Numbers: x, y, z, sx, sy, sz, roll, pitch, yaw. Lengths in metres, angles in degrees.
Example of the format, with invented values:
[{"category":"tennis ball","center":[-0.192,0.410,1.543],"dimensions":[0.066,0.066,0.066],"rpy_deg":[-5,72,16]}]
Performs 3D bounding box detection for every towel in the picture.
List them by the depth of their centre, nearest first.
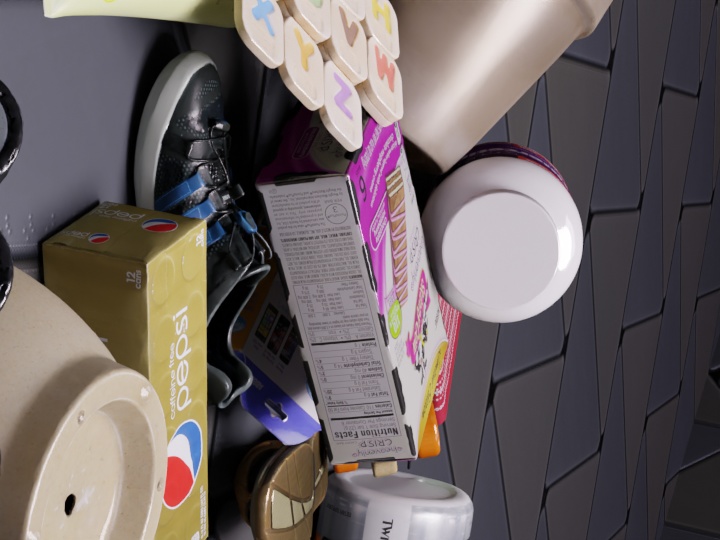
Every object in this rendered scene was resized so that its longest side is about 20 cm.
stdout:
[{"category":"towel","center":[0.064,0.013,1.385],"dimensions":[0.201,0.022,0.145],"rpy_deg":[84,13,-45]}]

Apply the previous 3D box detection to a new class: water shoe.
[{"category":"water shoe","center":[-0.084,-0.022,0.957],"dimensions":[0.071,0.078,0.201],"rpy_deg":[-22,120,-68]}]

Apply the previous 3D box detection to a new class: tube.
[{"category":"tube","center":[-0.110,-0.158,0.862],"dimensions":[0.052,0.058,0.200],"rpy_deg":[-49,164,17]}]

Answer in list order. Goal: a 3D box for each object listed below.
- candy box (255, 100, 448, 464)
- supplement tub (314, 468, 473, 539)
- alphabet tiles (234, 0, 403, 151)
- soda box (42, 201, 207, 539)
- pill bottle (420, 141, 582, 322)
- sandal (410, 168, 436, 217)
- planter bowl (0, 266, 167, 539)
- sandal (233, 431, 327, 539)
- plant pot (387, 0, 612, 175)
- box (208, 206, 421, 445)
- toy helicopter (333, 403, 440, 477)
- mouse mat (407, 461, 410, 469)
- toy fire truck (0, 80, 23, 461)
[{"category":"candy box","center":[0.000,0.000,1.042],"dimensions":[0.137,0.061,0.201],"rpy_deg":[-70,151,-57]},{"category":"supplement tub","center":[0.016,0.265,1.325],"dimensions":[0.122,0.122,0.201],"rpy_deg":[-2,101,-70]},{"category":"alphabet tiles","center":[-0.032,-0.173,0.964],"dimensions":[0.200,0.015,0.197],"rpy_deg":[43,33,-42]},{"category":"soda box","center":[-0.125,0.069,0.912],"dimensions":[0.068,0.064,0.201],"rpy_deg":[-44,140,-58]},{"category":"pill bottle","center":[0.098,-0.028,1.179],"dimensions":[0.200,0.112,0.113],"rpy_deg":[-68,165,-81]},{"category":"sandal","center":[-0.011,-0.029,1.224],"dimensions":[0.200,0.048,0.076],"rpy_deg":[-44,138,-38]},{"category":"planter bowl","center":[-0.164,0.086,0.705],"dimensions":[0.200,0.134,0.202],"rpy_deg":[10,90,-71]},{"category":"sandal","center":[-0.058,0.146,1.168],"dimensions":[0.200,0.054,0.081],"rpy_deg":[-59,150,-78]},{"category":"plant pot","center":[0.048,-0.168,1.135],"dimensions":[0.174,0.199,0.200],"rpy_deg":[-59,158,-5]},{"category":"box","center":[-0.034,0.012,1.121],"dimensions":[0.119,0.041,0.201],"rpy_deg":[48,61,-47]},{"category":"toy helicopter","center":[0.007,0.095,1.294],"dimensions":[0.200,0.078,0.133],"rpy_deg":[91,-12,-74]},{"category":"mouse mat","center":[0.050,0.065,1.406],"dimensions":[0.200,0.007,0.162],"rpy_deg":[-50,142,-79]},{"category":"toy fire truck","center":[-0.217,0.006,0.547],"dimensions":[0.129,0.199,0.177],"rpy_deg":[145,-51,-64]}]
